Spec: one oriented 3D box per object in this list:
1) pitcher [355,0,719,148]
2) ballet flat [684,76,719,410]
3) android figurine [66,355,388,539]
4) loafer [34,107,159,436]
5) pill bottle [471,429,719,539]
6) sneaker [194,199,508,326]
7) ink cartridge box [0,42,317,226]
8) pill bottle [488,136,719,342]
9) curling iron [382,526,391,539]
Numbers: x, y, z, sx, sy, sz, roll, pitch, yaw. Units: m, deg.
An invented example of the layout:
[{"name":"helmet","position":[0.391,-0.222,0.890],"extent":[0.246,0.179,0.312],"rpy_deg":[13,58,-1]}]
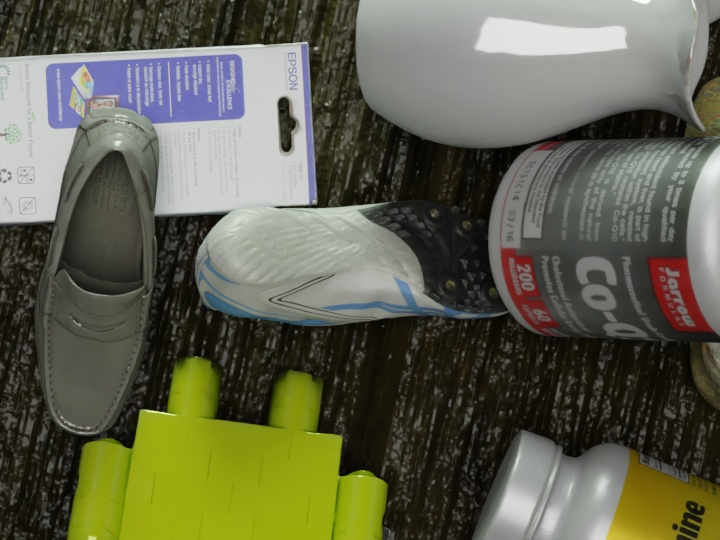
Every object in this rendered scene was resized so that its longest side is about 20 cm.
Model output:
[{"name":"pitcher","position":[0.110,-0.140,1.361],"extent":[0.199,0.172,0.122],"rpy_deg":[2,115,18]},{"name":"ballet flat","position":[0.226,-0.016,1.381],"extent":[0.070,0.071,0.202],"rpy_deg":[1,88,-1]},{"name":"android figurine","position":[-0.077,0.150,1.352],"extent":[0.181,0.041,0.201],"rpy_deg":[9,66,-1]},{"name":"loafer","position":[-0.153,0.007,1.348],"extent":[0.069,0.070,0.201],"rpy_deg":[5,111,-4]},{"name":"pill bottle","position":[0.168,0.168,1.351],"extent":[0.199,0.112,0.113],"rpy_deg":[22,88,0]},{"name":"sneaker","position":[0.000,0.000,1.384],"extent":[0.198,0.073,0.072],"rpy_deg":[4,66,-14]},{"name":"ink cartridge box","position":[-0.126,-0.080,1.390],"extent":[0.198,0.039,0.100],"rpy_deg":[-2,89,0]},{"name":"pill bottle","position":[0.180,-0.017,1.307],"extent":[0.199,0.113,0.115],"rpy_deg":[1,88,42]},{"name":"curling iron","position":[-0.025,0.243,1.377],"extent":[0.049,0.026,0.201],"rpy_deg":[26,81,-10]}]
